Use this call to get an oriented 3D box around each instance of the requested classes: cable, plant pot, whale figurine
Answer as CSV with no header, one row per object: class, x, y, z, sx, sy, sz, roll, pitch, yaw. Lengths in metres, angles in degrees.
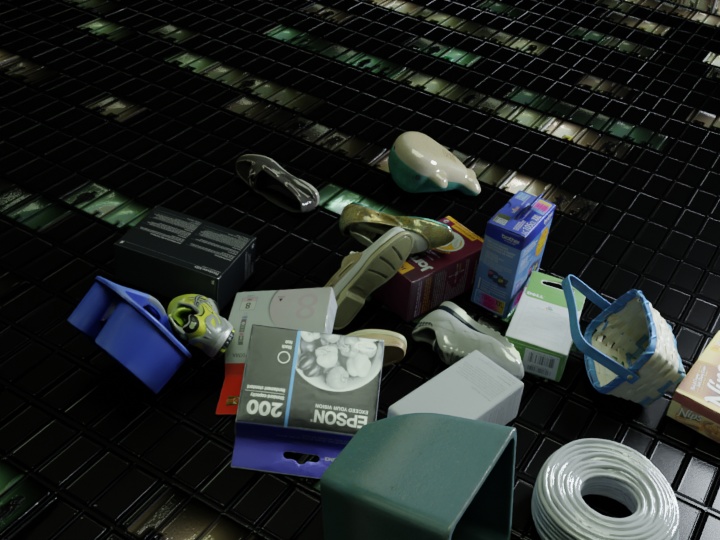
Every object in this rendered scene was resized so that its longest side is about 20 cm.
cable,0.327,0.315,1.305,0.199,0.070,0.199,30,42,29
plant pot,0.062,0.291,1.202,0.197,0.199,0.196,16,36,27
whale figurine,0.144,-0.195,1.979,0.198,0.104,0.160,22,29,-22

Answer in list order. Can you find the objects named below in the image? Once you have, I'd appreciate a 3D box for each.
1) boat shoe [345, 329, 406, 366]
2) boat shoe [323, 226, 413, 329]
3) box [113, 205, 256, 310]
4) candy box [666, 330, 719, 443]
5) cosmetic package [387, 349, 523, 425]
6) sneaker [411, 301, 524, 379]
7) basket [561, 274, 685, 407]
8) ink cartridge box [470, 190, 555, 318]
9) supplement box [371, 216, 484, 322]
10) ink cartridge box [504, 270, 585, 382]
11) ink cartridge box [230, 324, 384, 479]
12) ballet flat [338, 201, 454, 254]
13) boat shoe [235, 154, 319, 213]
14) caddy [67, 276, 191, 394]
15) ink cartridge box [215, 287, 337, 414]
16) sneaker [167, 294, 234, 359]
boat shoe,-0.023,0.141,1.495,0.196,0.075,0.067,-9,41,-2
boat shoe,0.000,0.000,1.603,0.200,0.075,0.068,-46,51,3
box,-0.295,-0.021,1.662,0.197,0.080,0.141,18,34,15
candy box,0.574,0.184,1.539,0.114,0.056,0.199,27,41,26
cosmetic package,0.137,0.205,1.426,0.199,0.075,0.101,-27,47,-35
sneaker,0.171,0.127,1.549,0.080,0.077,0.199,-30,41,-30
basket,0.395,0.108,1.518,0.199,0.139,0.177,37,31,-18
ink cartridge box,0.262,-0.042,1.675,0.075,0.203,0.136,23,39,23
supplement box,0.118,-0.006,1.700,0.198,0.087,0.110,-25,46,-36
ink cartridge box,0.305,0.089,1.622,0.102,0.060,0.201,17,37,13
ink cartridge box,-0.072,0.184,1.369,0.194,0.044,0.203,6,67,0
ballet flat,0.056,-0.060,1.645,0.197,0.072,0.071,15,36,13
boat shoe,-0.171,-0.168,1.895,0.198,0.068,0.057,27,35,21
caddy,-0.323,0.086,1.413,0.140,0.201,0.105,29,73,30
ink cartridge box,-0.127,0.116,1.457,0.160,0.058,0.202,-3,43,15
sneaker,-0.257,0.067,1.500,0.076,0.076,0.199,-57,31,-8
